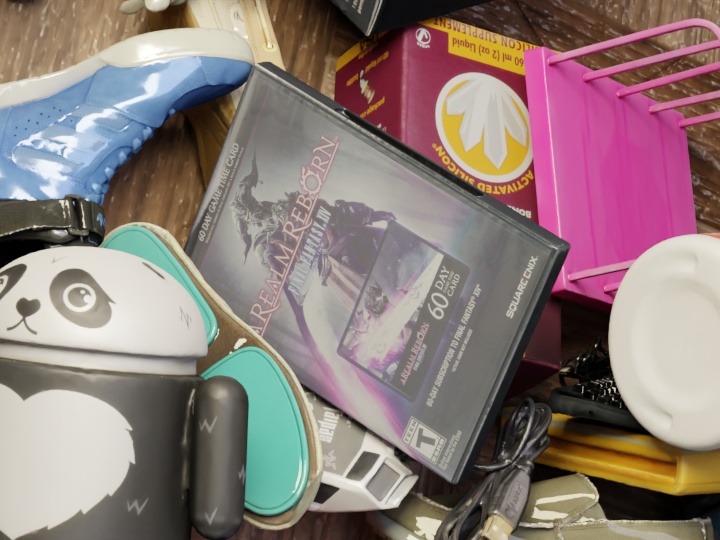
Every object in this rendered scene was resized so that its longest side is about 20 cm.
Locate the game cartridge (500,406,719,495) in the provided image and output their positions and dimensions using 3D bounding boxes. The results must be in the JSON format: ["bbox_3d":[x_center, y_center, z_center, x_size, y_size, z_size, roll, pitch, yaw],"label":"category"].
[{"bbox_3d":[0.208,0.099,1.527,0.200,0.176,0.033,2,93,-30],"label":"game cartridge"}]

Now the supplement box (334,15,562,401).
[{"bbox_3d":[0.048,-0.034,1.534,0.110,0.086,0.200,14,64,-27],"label":"supplement box"}]

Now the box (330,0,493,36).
[{"bbox_3d":[0.012,-0.243,1.538,0.148,0.104,0.200,-20,53,-36],"label":"box"}]

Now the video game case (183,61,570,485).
[{"bbox_3d":[0.000,0.000,1.409,0.200,0.143,0.019,32,24,23],"label":"video game case"}]

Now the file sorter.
[{"bbox_3d":[0.197,-0.052,1.550,0.200,0.125,0.139,16,66,-59],"label":"file sorter"}]

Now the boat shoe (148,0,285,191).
[{"bbox_3d":[-0.053,-0.078,1.499,0.069,0.074,0.200,-13,77,-28],"label":"boat shoe"}]

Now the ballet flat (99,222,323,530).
[{"bbox_3d":[-0.072,0.055,1.407,0.067,0.062,0.200,-33,63,1],"label":"ballet flat"}]

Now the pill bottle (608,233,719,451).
[{"bbox_3d":[0.235,0.033,1.435,0.200,0.112,0.112,-3,72,-43],"label":"pill bottle"}]

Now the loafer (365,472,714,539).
[{"bbox_3d":[0.102,0.143,1.472,0.200,0.075,0.070,14,84,-3],"label":"loafer"}]

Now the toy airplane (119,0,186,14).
[{"bbox_3d":[-0.164,-0.217,1.467,0.199,0.141,0.200,4,32,-41],"label":"toy airplane"}]

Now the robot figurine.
[{"bbox_3d":[-0.140,0.088,1.328,0.150,0.125,0.200,6,90,-18],"label":"robot figurine"}]

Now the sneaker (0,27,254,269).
[{"bbox_3d":[-0.139,-0.052,1.413,0.200,0.077,0.111,-16,77,-16],"label":"sneaker"}]

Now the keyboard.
[{"bbox_3d":[0.161,0.059,1.525,0.200,0.104,0.040,-2,100,-65],"label":"keyboard"}]

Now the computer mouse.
[{"bbox_3d":[-0.005,0.098,1.440,0.200,0.044,0.110,13,55,11],"label":"computer mouse"}]

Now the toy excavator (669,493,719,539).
[{"bbox_3d":[0.251,0.155,1.511,0.194,0.200,0.100,-8,75,-34],"label":"toy excavator"}]
